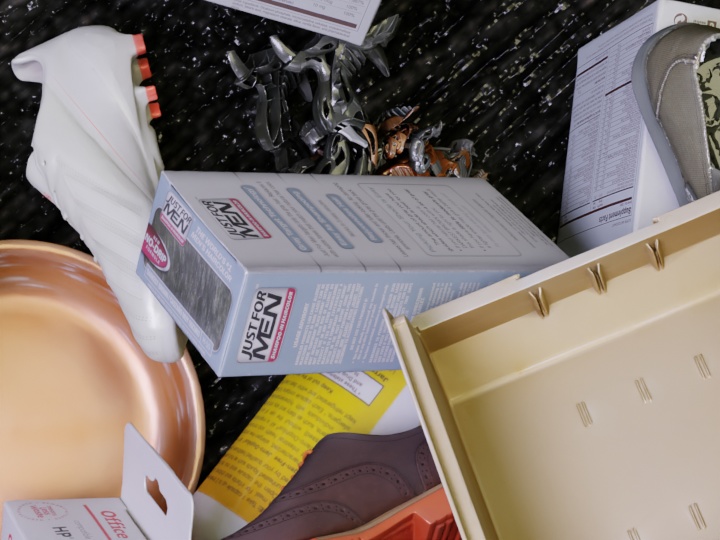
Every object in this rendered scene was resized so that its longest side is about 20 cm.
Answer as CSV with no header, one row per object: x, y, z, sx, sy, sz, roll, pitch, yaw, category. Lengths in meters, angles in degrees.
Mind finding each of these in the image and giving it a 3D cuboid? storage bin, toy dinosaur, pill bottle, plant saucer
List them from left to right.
-0.183,0.085,1.147,0.199,0.037,0.202,1,84,-13,plant saucer
-0.022,0.124,1.140,0.113,0.113,0.200,39,78,-6,pill bottle
-0.013,-0.059,1.156,0.102,0.200,0.137,-10,90,31,toy dinosaur
0.136,0.068,0.974,0.199,0.094,0.199,-23,60,4,storage bin

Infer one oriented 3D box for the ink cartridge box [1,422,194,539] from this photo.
-0.137,0.187,1.070,0.067,0.115,0.201,1,106,-24,ink cartridge box

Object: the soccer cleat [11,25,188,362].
-0.134,-0.038,1.142,0.077,0.069,0.201,-13,65,-4,soccer cleat

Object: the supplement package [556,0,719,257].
0.217,-0.022,1.189,0.190,0.147,0.202,9,83,-11,supplement package

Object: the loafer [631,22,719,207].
0.199,-0.033,1.076,0.075,0.070,0.201,-29,90,-12,loafer

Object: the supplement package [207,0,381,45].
-0.049,-0.241,1.124,0.155,0.111,0.201,15,46,-11,supplement package

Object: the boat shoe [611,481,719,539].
0.118,0.102,1.072,0.066,0.200,0.074,-23,120,-17,boat shoe

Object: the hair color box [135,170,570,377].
0.000,0.000,1.083,0.199,0.099,0.061,0,120,-34,hair color box

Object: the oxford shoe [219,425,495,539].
-0.021,0.125,1.043,0.199,0.071,0.073,-15,51,-30,oxford shoe
